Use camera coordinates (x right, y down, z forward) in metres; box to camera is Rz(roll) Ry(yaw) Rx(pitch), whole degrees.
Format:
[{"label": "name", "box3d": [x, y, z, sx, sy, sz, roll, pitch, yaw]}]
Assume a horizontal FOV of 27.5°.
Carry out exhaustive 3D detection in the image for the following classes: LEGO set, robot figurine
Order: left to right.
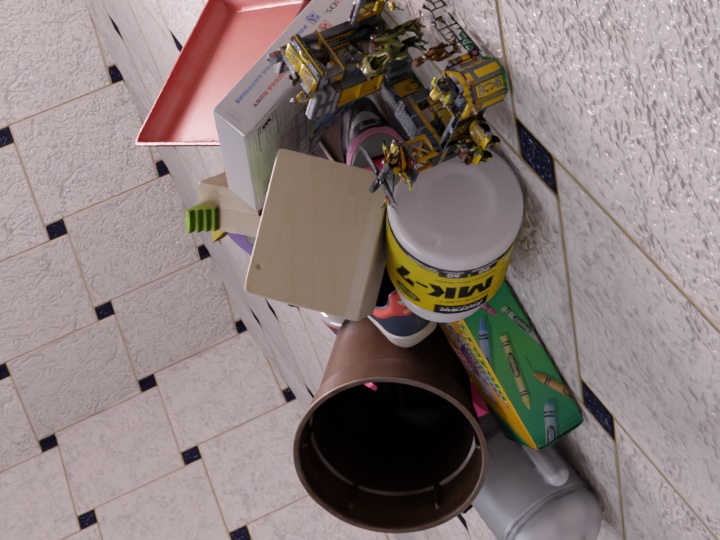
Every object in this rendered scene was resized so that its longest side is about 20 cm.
[{"label": "LEGO set", "box3d": [0.011, -0.154, 1.153, 0.200, 0.116, 0.154, 59, 154, 11]}, {"label": "robot figurine", "box3d": [0.182, 0.244, 1.589, 0.200, 0.113, 0.170, 52, 152, 32]}]

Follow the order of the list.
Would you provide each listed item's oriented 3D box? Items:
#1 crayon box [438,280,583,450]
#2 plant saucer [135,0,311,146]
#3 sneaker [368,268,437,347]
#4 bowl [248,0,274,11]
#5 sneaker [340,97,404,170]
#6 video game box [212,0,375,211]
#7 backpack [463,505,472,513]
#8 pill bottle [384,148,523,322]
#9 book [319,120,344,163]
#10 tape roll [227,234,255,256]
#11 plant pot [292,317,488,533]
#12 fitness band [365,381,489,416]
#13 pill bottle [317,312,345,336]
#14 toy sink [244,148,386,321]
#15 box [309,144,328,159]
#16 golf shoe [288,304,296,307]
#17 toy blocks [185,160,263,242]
[{"label": "crayon box", "box3d": [0.137, 0.077, 1.478, 0.200, 0.058, 0.119, 60, 171, -4]}, {"label": "plant saucer", "box3d": [-0.128, -0.205, 1.492, 0.037, 0.200, 0.200, 34, 164, -33]}, {"label": "sneaker", "box3d": [0.000, 0.000, 1.532, 0.200, 0.075, 0.085, 30, 154, 42]}, {"label": "bowl", "box3d": [-0.104, -0.228, 1.612, 0.201, 0.039, 0.201, 36, 136, 44]}, {"label": "sneaker", "box3d": [0.014, -0.103, 1.548, 0.200, 0.079, 0.096, 83, 164, -53]}, {"label": "video game box", "box3d": [-0.057, -0.163, 1.359, 0.047, 0.182, 0.200, 40, 166, 10]}, {"label": "backpack", "box3d": [0.087, 0.220, 1.914, 0.176, 0.153, 0.200, 56, 179, -13]}, {"label": "pill bottle", "box3d": [0.078, -0.027, 1.296, 0.114, 0.114, 0.200, 56, 171, 16]}, {"label": "book", "box3d": [-0.010, -0.114, 1.706, 0.200, 0.048, 0.134, 57, 172, -7]}, {"label": "tape roll", "box3d": [-0.074, -0.042, 1.884, 0.200, 0.066, 0.200, 25, 164, 8]}, {"label": "plant pot", "box3d": [0.039, 0.140, 1.573, 0.198, 0.200, 0.201, -80, -32, -59]}, {"label": "fitness band", "box3d": [0.088, 0.177, 1.742, 0.200, 0.144, 0.037, 34, -138, -20]}, {"label": "pill bottle", "box3d": [0.038, 0.065, 1.746, 0.112, 0.112, 0.200, 50, -178, 43]}, {"label": "toy sink", "box3d": [-0.033, -0.033, 1.349, 0.112, 0.131, 0.200, 14, -177, 5]}, {"label": "box", "box3d": [-0.081, -0.143, 1.545, 0.200, 0.039, 0.041, 57, 148, 22]}, {"label": "golf shoe", "box3d": [-0.036, -0.032, 1.687, 0.073, 0.092, 0.200, 94, 178, -47]}, {"label": "toy blocks", "box3d": [-0.078, -0.079, 1.598, 0.136, 0.200, 0.100, 11, 112, 25]}]
